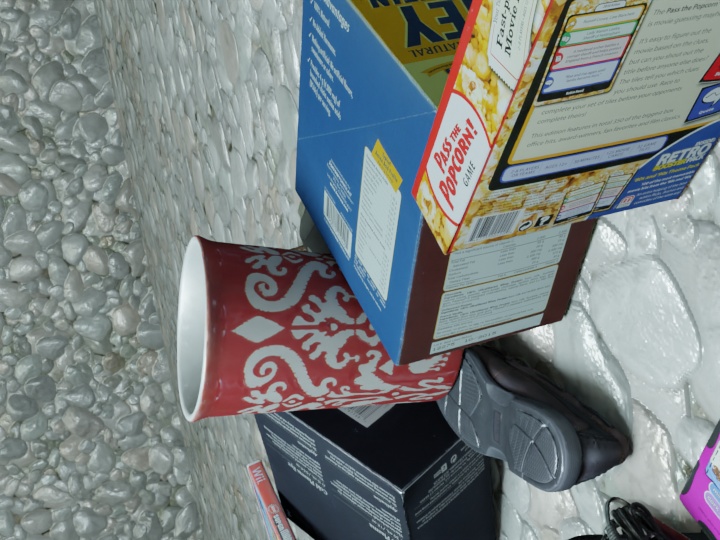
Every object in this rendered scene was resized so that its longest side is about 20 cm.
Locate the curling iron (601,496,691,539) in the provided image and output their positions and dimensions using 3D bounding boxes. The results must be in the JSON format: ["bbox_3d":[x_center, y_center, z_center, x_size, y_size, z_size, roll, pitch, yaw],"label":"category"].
[{"bbox_3d":[0.199,0.176,0.423,0.199,0.049,0.026,33,130,23],"label":"curling iron"}]

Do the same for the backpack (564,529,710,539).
[{"bbox_3d":[0.179,0.268,0.507,0.163,0.153,0.201,-20,95,55],"label":"backpack"}]

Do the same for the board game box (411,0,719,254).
[{"bbox_3d":[0.118,-0.098,0.401,0.201,0.150,0.047,107,144,-52],"label":"board game box"}]

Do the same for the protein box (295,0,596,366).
[{"bbox_3d":[0.053,-0.087,0.602,0.201,0.134,0.199,97,152,-43],"label":"protein box"}]

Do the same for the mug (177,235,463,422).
[{"bbox_3d":[-0.038,0.038,0.703,0.178,0.198,0.135,-133,48,-64],"label":"mug"}]

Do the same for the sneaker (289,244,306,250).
[{"bbox_3d":[-0.070,0.003,1.066,0.200,0.075,0.071,158,98,-70],"label":"sneaker"}]

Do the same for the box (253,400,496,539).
[{"bbox_3d":[0.011,0.179,0.801,0.199,0.104,0.183,27,139,39],"label":"box"}]

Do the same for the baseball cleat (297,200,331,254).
[{"bbox_3d":[0.000,0.000,0.791,0.106,0.070,0.201,42,159,27],"label":"baseball cleat"}]

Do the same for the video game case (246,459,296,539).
[{"bbox_3d":[-0.059,0.299,0.863,0.200,0.017,0.144,-126,21,-47],"label":"video game case"}]

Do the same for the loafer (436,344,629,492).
[{"bbox_3d":[0.116,0.103,0.659,0.200,0.062,0.073,-146,57,-64],"label":"loafer"}]

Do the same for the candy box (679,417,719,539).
[{"bbox_3d":[0.222,0.079,0.362,0.137,0.061,0.201,-122,27,-42],"label":"candy box"}]
